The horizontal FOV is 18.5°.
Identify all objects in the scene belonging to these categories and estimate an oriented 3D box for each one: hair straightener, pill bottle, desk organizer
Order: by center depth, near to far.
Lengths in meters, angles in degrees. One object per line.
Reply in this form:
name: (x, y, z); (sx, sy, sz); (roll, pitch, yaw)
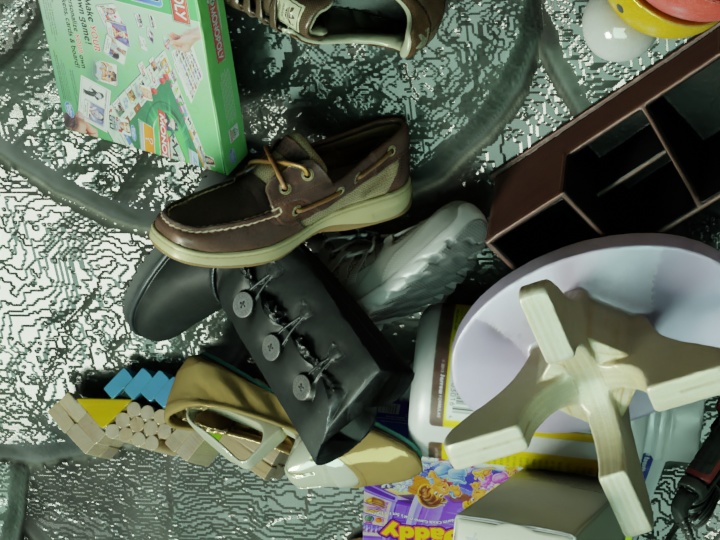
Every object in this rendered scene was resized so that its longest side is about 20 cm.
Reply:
desk organizer: (0.177, -0.067, 1.433); (0.200, 0.077, 0.072); (-34, 115, 30)
hair straightener: (0.248, 0.132, 1.501); (0.041, 0.200, 0.077); (19, 134, 16)
pill bottle: (0.136, 0.085, 1.537); (0.199, 0.109, 0.110); (6, 128, 5)

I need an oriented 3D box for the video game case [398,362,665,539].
video game case: (0.119, 0.148, 1.648); (0.199, 0.018, 0.144); (14, 128, 0)

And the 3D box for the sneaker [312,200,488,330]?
sneaker: (0.000, 0.000, 1.515); (0.200, 0.075, 0.082); (-35, 72, 31)

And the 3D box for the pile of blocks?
pile of blocks: (-0.128, 0.107, 1.648); (0.199, 0.083, 0.062); (6, 172, 17)

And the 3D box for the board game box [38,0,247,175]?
board game box: (-0.146, -0.163, 1.416); (0.134, 0.029, 0.201); (16, 134, 26)

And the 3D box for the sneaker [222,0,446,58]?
sneaker: (-0.045, -0.184, 1.384); (0.199, 0.076, 0.071); (12, 129, 1)

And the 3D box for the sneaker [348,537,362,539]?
sneaker: (0.079, 0.263, 1.712); (0.199, 0.108, 0.070); (19, 91, 31)

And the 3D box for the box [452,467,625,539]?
box: (0.120, 0.181, 1.456); (0.082, 0.200, 0.069); (8, 97, 18)

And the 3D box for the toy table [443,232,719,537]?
toy table: (0.148, 0.062, 1.398); (0.200, 0.117, 0.184); (-30, 110, 21)

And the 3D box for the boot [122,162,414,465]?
boot: (-0.067, 0.051, 1.507); (0.200, 0.066, 0.165); (50, 130, 22)

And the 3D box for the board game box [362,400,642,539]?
board game box: (0.103, 0.168, 1.627); (0.199, 0.045, 0.135); (6, 128, 6)

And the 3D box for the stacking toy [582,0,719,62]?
stacking toy: (0.192, -0.184, 1.326); (0.146, 0.147, 0.200); (25, 143, -9)

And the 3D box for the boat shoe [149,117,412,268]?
boat shoe: (-0.048, -0.058, 1.437); (0.199, 0.072, 0.072); (-15, 127, -32)

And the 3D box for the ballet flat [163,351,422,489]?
ballet flat: (-0.051, 0.120, 1.552); (0.199, 0.063, 0.069); (20, 154, 27)
